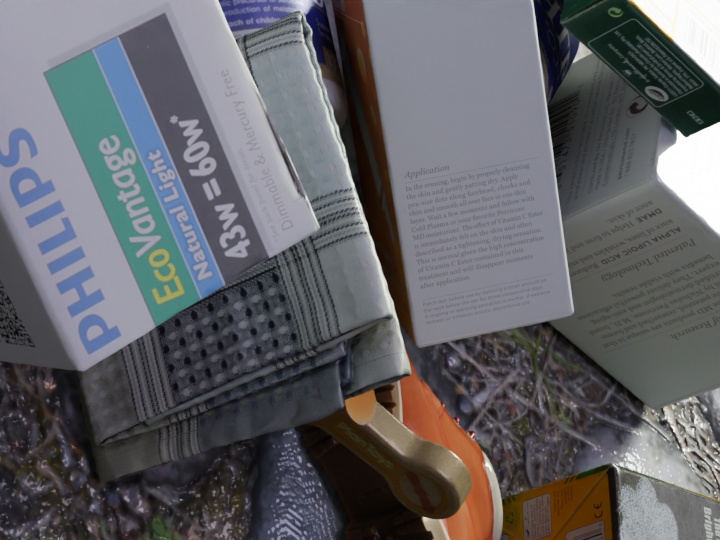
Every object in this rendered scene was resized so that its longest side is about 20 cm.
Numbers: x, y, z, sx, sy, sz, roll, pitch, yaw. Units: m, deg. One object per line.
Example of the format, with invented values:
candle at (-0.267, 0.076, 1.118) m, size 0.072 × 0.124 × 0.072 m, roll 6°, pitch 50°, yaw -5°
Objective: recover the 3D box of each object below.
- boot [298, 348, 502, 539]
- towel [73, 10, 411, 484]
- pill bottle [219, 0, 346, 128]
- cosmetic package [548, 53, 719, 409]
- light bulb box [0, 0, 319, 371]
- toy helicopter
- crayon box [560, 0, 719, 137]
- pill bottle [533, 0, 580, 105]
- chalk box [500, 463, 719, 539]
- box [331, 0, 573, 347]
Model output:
boot at (0.025, 0.097, 1.029) m, size 0.107 × 0.075 × 0.202 m, roll -16°, pitch 88°, yaw -54°
towel at (-0.083, -0.007, 0.881) m, size 0.034 × 0.191 × 0.202 m, roll 6°, pitch 65°, yaw -68°
pill bottle at (-0.084, -0.168, 0.989) m, size 0.119 × 0.119 × 0.202 m, roll 1°, pitch 71°, yaw -44°
cosmetic package at (0.216, -0.038, 1.200) m, size 0.200 × 0.164 × 0.166 m, roll 37°, pitch 49°, yaw -26°
light bulb box at (-0.147, -0.075, 0.712) m, size 0.124 × 0.199 × 0.200 m, roll -31°, pitch 107°, yaw -29°
toy helicopter at (-0.016, 0.061, 0.930) m, size 0.200 × 0.132 × 0.079 m, roll 39°, pitch 47°, yaw -5°
crayon box at (0.199, -0.202, 1.103) m, size 0.125 × 0.051 × 0.201 m, roll 37°, pitch 50°, yaw -28°
pill bottle at (0.086, -0.159, 1.155) m, size 0.120 × 0.119 × 0.200 m, roll 53°, pitch 31°, yaw -12°
chalk box at (0.182, 0.216, 1.084) m, size 0.199 × 0.123 × 0.125 m, roll 23°, pitch 56°, yaw -37°
box at (0.051, -0.075, 0.993) m, size 0.097 × 0.124 × 0.202 m, roll -11°, pitch 104°, yaw -7°
